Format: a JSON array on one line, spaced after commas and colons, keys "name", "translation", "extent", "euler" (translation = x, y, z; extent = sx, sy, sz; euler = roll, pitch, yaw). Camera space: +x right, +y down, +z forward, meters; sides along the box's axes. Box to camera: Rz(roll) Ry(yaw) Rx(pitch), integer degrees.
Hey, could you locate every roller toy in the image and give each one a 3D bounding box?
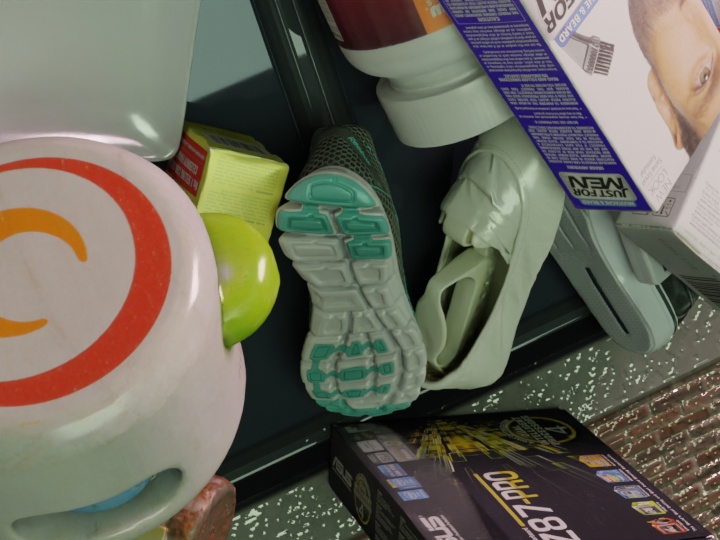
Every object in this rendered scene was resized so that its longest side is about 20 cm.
[{"name": "roller toy", "translation": [-0.153, 0.040, 0.936], "extent": [0.183, 0.199, 0.140], "euler": [-59, 159, -26]}]

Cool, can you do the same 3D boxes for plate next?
[{"name": "plate", "translation": [-0.173, -0.145, 0.960], "extent": [0.199, 0.032, 0.200], "euler": [-7, 123, -31]}]

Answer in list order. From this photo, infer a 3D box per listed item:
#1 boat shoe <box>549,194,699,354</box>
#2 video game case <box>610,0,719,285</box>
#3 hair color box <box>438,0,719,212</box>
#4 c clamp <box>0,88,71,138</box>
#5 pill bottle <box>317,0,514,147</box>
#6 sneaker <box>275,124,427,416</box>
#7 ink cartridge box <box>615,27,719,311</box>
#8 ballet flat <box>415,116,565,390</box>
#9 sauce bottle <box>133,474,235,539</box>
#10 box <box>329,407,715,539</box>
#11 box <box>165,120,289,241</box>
[{"name": "boat shoe", "translation": [0.144, -0.044, 1.138], "extent": [0.071, 0.072, 0.200], "euler": [-44, 119, -28]}, {"name": "video game case", "translation": [0.210, -0.105, 1.126], "extent": [0.200, 0.018, 0.144], "euler": [-39, 118, -29]}, {"name": "hair color box", "translation": [0.115, -0.138, 0.989], "extent": [0.109, 0.065, 0.200], "euler": [-55, 127, -24]}, {"name": "c clamp", "translation": [-0.231, -0.029, 1.019], "extent": [0.170, 0.027, 0.201], "euler": [-21, 112, -19]}, {"name": "pill bottle", "translation": [0.023, -0.175, 1.019], "extent": [0.109, 0.110, 0.200], "euler": [-30, 114, -10]}, {"name": "sneaker", "translation": [0.000, 0.000, 1.087], "extent": [0.077, 0.091, 0.200], "euler": [0, 133, 5]}, {"name": "ink cartridge box", "translation": [0.233, -0.085, 1.104], "extent": [0.109, 0.050, 0.200], "euler": [35, 73, -35]}, {"name": "ballet flat", "translation": [0.069, -0.010, 1.088], "extent": [0.069, 0.069, 0.201], "euler": [0, 123, -21]}, {"name": "sauce bottle", "translation": [-0.166, 0.107, 1.011], "extent": [0.199, 0.066, 0.066], "euler": [21, 101, 15]}, {"name": "box", "translation": [0.087, 0.141, 1.094], "extent": [0.161, 0.200, 0.049], "euler": [-4, 110, -18]}, {"name": "box", "translation": [-0.098, 0.022, 1.056], "extent": [0.050, 0.075, 0.201], "euler": [13, 103, -23]}]
